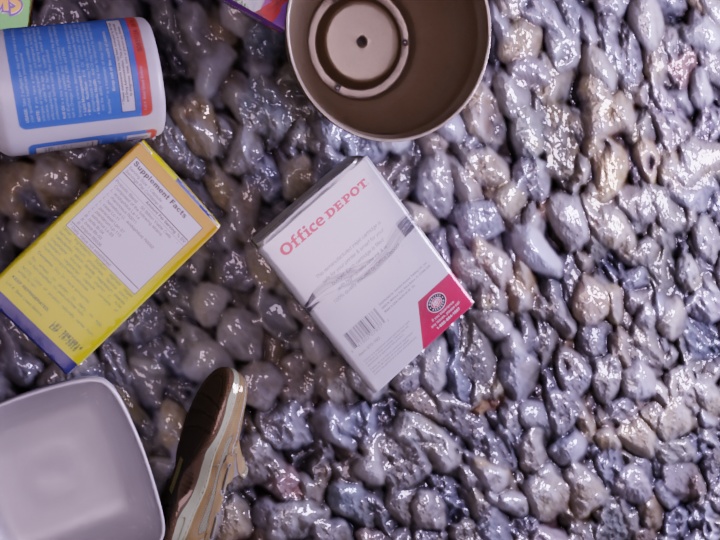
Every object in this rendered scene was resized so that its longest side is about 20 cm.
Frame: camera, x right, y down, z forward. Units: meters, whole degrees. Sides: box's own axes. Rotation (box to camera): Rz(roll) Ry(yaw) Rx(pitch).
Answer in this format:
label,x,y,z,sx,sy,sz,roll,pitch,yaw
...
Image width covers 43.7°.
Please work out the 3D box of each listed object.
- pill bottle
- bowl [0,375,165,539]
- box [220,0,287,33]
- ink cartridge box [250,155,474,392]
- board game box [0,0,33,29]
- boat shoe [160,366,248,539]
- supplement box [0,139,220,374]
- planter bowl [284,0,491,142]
label,x,y,z,sx,sy,sz,roll,pitch,yaw
pill bottle,-0.286,-0.167,0.824,0.197,0.112,0.115,-11,101,-20
bowl,-0.311,0.212,0.905,0.197,0.075,0.203,-19,103,-11
box,-0.095,-0.360,0.892,0.135,0.039,0.203,25,91,-16
ink cartridge box,0.000,0.000,0.947,0.145,0.083,0.201,-40,105,-5
board game box,-0.351,-0.305,0.842,0.094,0.030,0.204,7,95,-15
boat shoe,-0.153,0.200,0.954,0.075,0.072,0.203,17,101,-30
supplement box,-0.245,-0.018,0.869,0.200,0.109,0.109,-44,106,-4
planter bowl,0.014,-0.231,0.889,0.196,0.135,0.204,-2,99,-13
